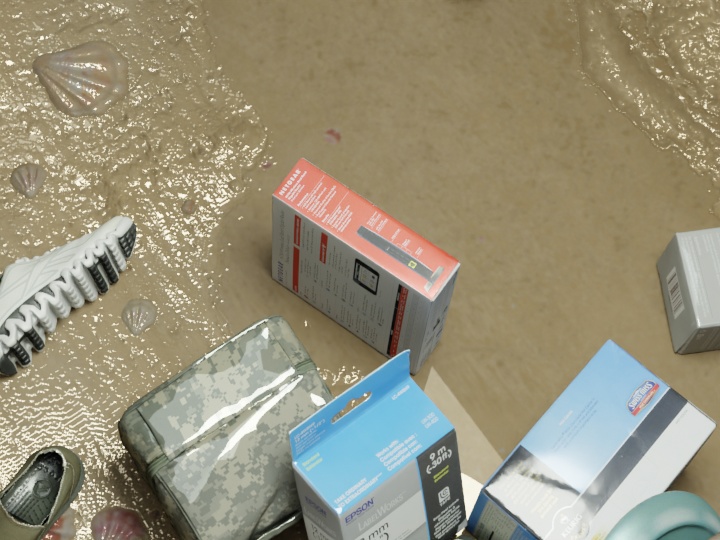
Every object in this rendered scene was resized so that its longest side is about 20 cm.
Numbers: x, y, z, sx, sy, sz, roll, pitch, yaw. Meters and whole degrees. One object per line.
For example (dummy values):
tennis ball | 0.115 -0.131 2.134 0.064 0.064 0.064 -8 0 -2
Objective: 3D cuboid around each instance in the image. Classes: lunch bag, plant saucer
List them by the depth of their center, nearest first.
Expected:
plant saucer | 0.274 0.300 1.565 0.200 0.201 0.027 -46 34 -20
lunch bag | -0.108 0.168 1.607 0.199 0.140 0.168 -32 73 -15

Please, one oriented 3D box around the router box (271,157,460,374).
router box | 0.000 0.000 1.653 0.179 0.200 0.049 34 69 10

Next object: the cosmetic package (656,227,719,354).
cosmetic package | 0.410 0.012 1.742 0.198 0.090 0.108 -4 68 -9

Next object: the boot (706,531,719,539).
boot | 0.362 0.318 1.560 0.200 0.070 0.147 39 89 -25

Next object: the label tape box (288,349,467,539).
label tape box | 0.019 0.190 1.562 0.143 0.201 0.066 -34 48 -26

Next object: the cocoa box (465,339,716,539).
cocoa box | 0.211 0.192 1.622 0.131 0.134 0.200 39 70 13

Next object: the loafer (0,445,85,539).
loafer | -0.328 0.240 1.598 0.075 0.070 0.201 27 68 7

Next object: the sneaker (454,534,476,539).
sneaker | 0.134 0.339 1.595 0.076 0.076 0.200 -39 64 -10

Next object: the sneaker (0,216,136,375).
sneaker | -0.304 0.008 1.702 0.081 0.075 0.200 39 69 22
